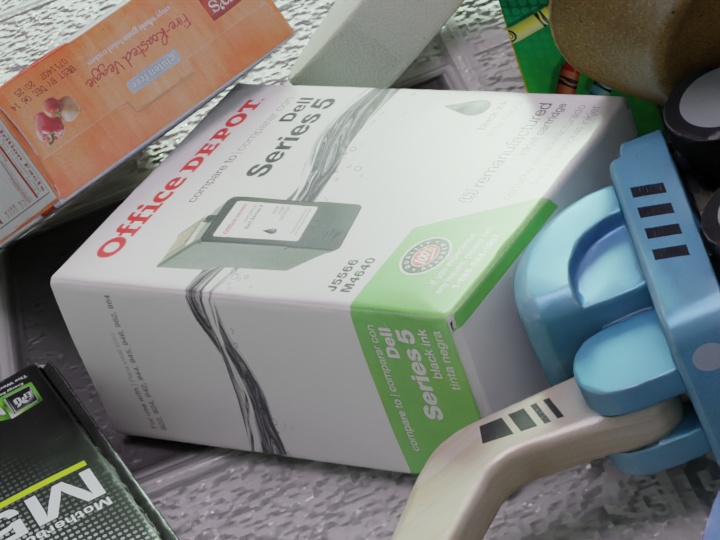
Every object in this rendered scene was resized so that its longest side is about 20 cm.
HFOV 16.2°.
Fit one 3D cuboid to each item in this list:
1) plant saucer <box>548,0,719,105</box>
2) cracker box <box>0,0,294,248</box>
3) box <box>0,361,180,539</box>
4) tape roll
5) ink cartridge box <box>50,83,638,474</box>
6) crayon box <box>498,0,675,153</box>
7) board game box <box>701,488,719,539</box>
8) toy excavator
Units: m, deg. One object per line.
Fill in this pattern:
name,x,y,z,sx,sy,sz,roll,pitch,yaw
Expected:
plant saucer,0.166,-0.112,0.913,0.199,0.200,0.036,-22,64,0
cracker box,-0.127,-0.067,1.127,0.134,0.058,0.200,-38,6,-26
box,-0.167,0.133,0.937,0.199,0.048,0.193,-29,29,-10
tape roll,0.040,-0.156,1.155,0.203,0.037,0.203,-52,6,8
ink cartridge box,0.000,0.000,1.002,0.199,0.084,0.146,5,39,36
crayon box,0.128,-0.121,1.078,0.058,0.119,0.200,-3,36,28
board game box,0.203,0.095,0.778,0.199,0.039,0.158,8,52,38
toy excavator,0.085,0.042,0.881,0.199,0.100,0.195,-22,37,10
